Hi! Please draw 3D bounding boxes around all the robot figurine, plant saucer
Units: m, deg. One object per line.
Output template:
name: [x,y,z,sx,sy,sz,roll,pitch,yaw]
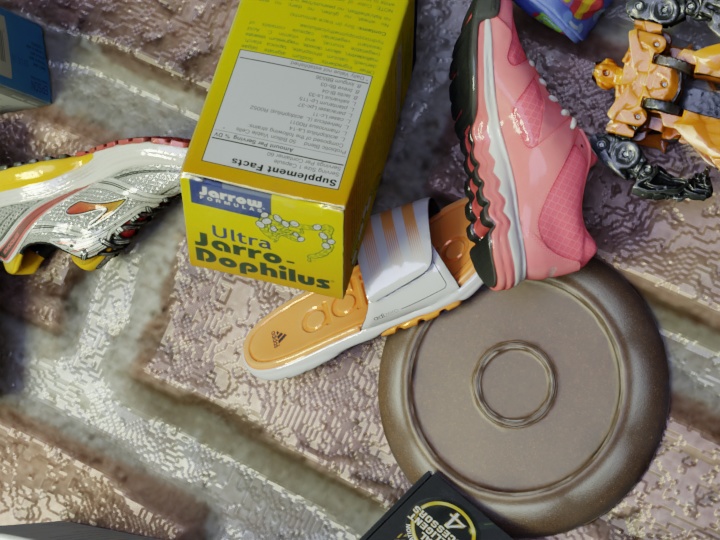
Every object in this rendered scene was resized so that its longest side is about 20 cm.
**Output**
robot figurine: [0.247,-0.104,1.405,0.199,0.058,0.146,16,87,15]
plant saucer: [0.105,0.077,1.436,0.199,0.032,0.202,-2,82,14]

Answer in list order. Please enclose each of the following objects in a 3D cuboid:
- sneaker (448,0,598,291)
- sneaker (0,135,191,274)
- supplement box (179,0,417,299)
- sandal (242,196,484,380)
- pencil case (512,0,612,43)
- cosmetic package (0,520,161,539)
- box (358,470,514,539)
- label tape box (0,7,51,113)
sneaker: [0.109,-0.088,1.409,0.086,0.074,0.202,-4,82,-11]
sneaker: [-0.169,-0.044,1.502,0.199,0.078,0.083,-12,85,22]
supplement box: [-0.036,-0.101,1.406,0.108,0.110,0.201,12,59,8]
sandal: [0.001,0.006,1.440,0.206,0.059,0.079,-30,44,10]
pencil case: [0.167,-0.247,1.433,0.078,0.087,0.201,34,94,-27]
cosmetic package: [-0.151,0.262,1.409,0.199,0.165,0.166,8,87,15]
box: [0.067,0.245,1.368,0.200,0.049,0.161,41,54,13]
label tape box: [-0.337,-0.137,1.514,0.199,0.144,0.064,-10,83,14]
